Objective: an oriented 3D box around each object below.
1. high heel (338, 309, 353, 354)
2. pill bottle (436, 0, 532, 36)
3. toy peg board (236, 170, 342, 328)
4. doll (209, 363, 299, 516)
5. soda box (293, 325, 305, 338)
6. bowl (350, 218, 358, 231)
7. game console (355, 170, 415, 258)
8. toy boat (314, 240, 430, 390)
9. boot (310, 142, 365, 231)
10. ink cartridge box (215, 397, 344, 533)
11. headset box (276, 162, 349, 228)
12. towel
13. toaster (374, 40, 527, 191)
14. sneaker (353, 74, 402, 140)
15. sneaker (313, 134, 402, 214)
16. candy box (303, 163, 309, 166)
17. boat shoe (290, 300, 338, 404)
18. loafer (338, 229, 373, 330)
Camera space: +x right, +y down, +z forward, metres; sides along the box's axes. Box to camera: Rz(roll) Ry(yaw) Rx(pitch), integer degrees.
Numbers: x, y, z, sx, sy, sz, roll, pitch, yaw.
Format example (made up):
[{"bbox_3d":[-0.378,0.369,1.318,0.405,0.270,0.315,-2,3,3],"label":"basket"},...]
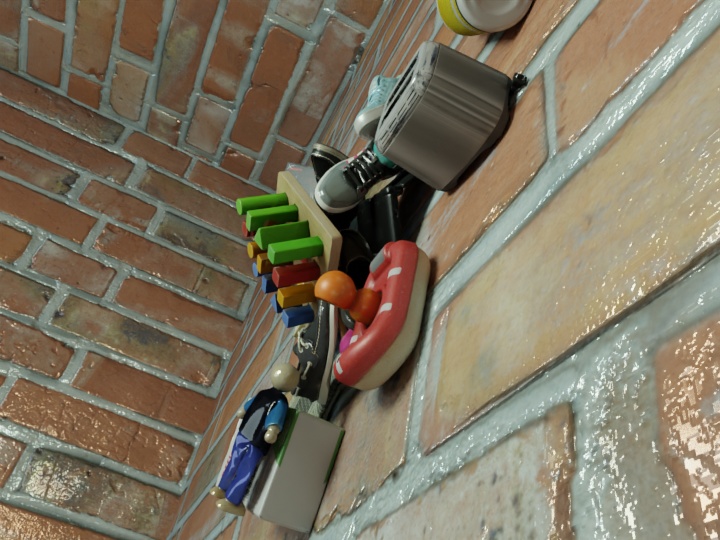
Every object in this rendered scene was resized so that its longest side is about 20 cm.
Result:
[{"bbox_3d":[-0.033,0.067,0.998,0.068,0.095,0.201,-55,17,41],"label":"high heel"},{"bbox_3d":[0.173,-0.406,0.958,0.112,0.110,0.200,-63,13,12],"label":"pill bottle"},{"bbox_3d":[-0.126,-0.017,1.015,0.200,0.097,0.201,52,141,42],"label":"toy peg board"},{"bbox_3d":[-0.141,0.218,0.880,0.136,0.048,0.202,16,80,64],"label":"doll"},{"bbox_3d":[-0.055,0.051,1.203,0.068,0.063,0.201,-81,18,-49],"label":"soda box"},{"bbox_3d":[-0.065,-0.087,1.398,0.202,0.104,0.201,-60,13,24],"label":"bowl"},{"bbox_3d":[0.070,-0.093,1.041,0.200,0.115,0.178,171,92,-76],"label":"game console"},{"bbox_3d":[0.003,0.044,0.810,0.131,0.130,0.201,-51,20,51],"label":"toy boat"},{"bbox_3d":[-0.061,-0.105,1.094,0.152,0.073,0.200,-62,-20,-16],"label":"boot"},{"bbox_3d":[-0.123,0.275,0.946,0.199,0.083,0.146,-10,56,60],"label":"ink cartridge box"},{"bbox_3d":[-0.099,-0.094,1.247,0.148,0.075,0.202,15,84,35],"label":"headset box"},{"bbox_3d":[-0.070,0.205,1.079,0.201,0.034,0.193,-62,16,10],"label":"towel"},{"bbox_3d":[0.104,-0.201,0.833,0.200,0.128,0.115,-48,23,55],"label":"toaster"},{"bbox_3d":[0.033,-0.273,1.058,0.074,0.082,0.200,-45,-4,37],"label":"sneaker"},{"bbox_3d":[0.023,-0.165,0.987,0.200,0.084,0.121,-39,-2,-32],"label":"sneaker"},{"bbox_3d":[-0.137,-0.145,1.423,0.138,0.060,0.200,-68,13,-5],"label":"candy box"},{"bbox_3d":[-0.066,0.114,0.909,0.201,0.060,0.074,100,178,-46],"label":"boat shoe"},{"bbox_3d":[0.000,0.000,0.992,0.201,0.072,0.072,-105,27,-43],"label":"loafer"}]
